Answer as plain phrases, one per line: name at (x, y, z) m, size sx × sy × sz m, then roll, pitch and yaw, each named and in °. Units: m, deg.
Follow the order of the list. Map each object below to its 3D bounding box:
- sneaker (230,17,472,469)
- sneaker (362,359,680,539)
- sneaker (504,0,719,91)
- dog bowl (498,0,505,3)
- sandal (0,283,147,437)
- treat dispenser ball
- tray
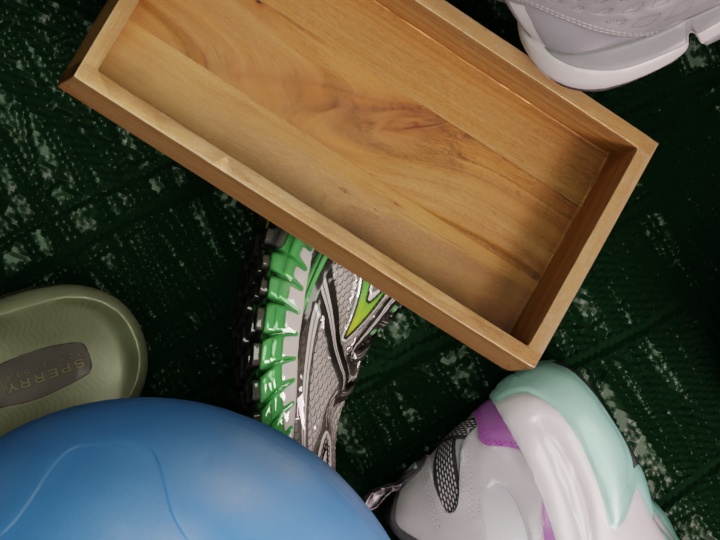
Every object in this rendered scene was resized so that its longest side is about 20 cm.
sneaker at (0.000, 0.000, 1.118) m, size 0.085 × 0.078 × 0.200 m, roll 12°, pitch 94°, yaw -8°
sneaker at (0.077, 0.150, 1.149) m, size 0.140 × 0.078 × 0.200 m, roll -35°, pitch 89°, yaw 0°
sneaker at (0.129, -0.140, 1.010) m, size 0.200 × 0.075 × 0.115 m, roll -28°, pitch 142°, yaw 13°
dog bowl at (0.090, -0.178, 1.066) m, size 0.200 × 0.059 × 0.200 m, roll -7°, pitch 133°, yaw -8°
sandal at (-0.167, 0.059, 1.079) m, size 0.201 × 0.057 × 0.080 m, roll -26°, pitch 108°, yaw -19°
treat dispenser ball at (-0.076, 0.145, 1.032) m, size 0.200 × 0.201 × 0.201 m, roll -1°, pitch 96°, yaw -7°
tray at (0.000, -0.057, 1.071) m, size 0.200 × 0.037 × 0.099 m, roll 33°, pitch 78°, yaw -14°
